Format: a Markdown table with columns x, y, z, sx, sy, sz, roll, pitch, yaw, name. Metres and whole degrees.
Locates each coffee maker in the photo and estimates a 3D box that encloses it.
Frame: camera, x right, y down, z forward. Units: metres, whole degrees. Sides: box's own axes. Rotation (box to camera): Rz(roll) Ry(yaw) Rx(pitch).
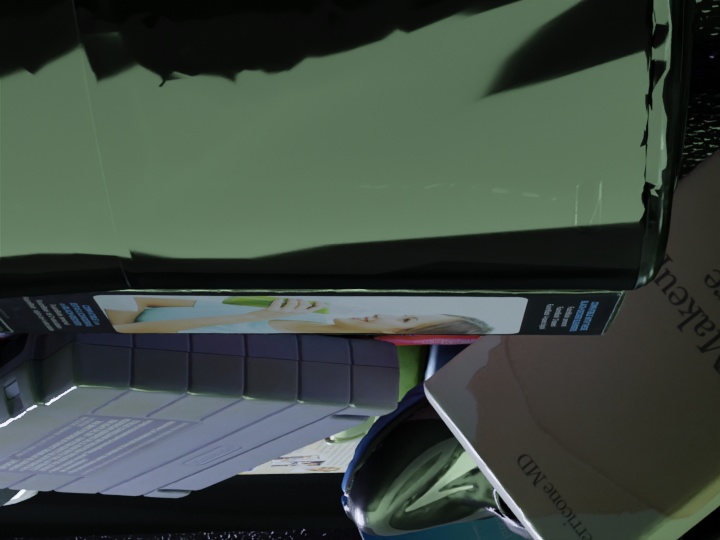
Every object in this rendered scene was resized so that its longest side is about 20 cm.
| x | y | z | sx | sy | sz | roll | pitch | yaw | name |
| --- | --- | --- | --- | --- | --- | --- | --- | --- | --- |
| -0.040 | -0.045 | 0.348 | 0.199 | 0.193 | 0.135 | -2 | 152 | 3 | coffee maker |

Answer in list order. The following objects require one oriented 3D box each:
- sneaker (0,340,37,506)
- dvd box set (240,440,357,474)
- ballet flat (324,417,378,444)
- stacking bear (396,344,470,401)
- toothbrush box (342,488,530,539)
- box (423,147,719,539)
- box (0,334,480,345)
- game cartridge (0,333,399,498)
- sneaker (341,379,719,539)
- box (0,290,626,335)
| x | y | z | sx | sy | sz | roll | pitch | yaw | name |
| --- | --- | --- | --- | --- | --- | --- | --- | --- | --- |
| -0.170 | 0.037 | 0.796 | 0.084 | 0.075 | 0.200 | -11 | 143 | -32 | sneaker |
| -0.036 | 0.080 | 0.939 | 0.199 | 0.030 | 0.146 | 0 | 165 | -10 | dvd box set |
| -0.032 | 0.049 | 0.829 | 0.199 | 0.072 | 0.072 | 11 | 166 | -9 | ballet flat |
| 0.000 | 0.000 | 0.769 | 0.199 | 0.114 | 0.121 | 5 | 170 | -1 | stacking bear |
| 0.117 | 0.103 | 0.877 | 0.199 | 0.086 | 0.146 | -30 | 158 | 21 | toothbrush box |
| 0.129 | 0.019 | 0.645 | 0.200 | 0.095 | 0.078 | -39 | 164 | 0 | box |
| -0.040 | -0.024 | 0.665 | 0.199 | 0.096 | 0.100 | -2 | 168 | 8 | box |
| -0.088 | 0.055 | 0.706 | 0.129 | 0.039 | 0.200 | 11 | 159 | -27 | game cartridge |
| 0.090 | 0.080 | 0.705 | 0.198 | 0.083 | 0.071 | -3 | 141 | 5 | sneaker |
| -0.023 | -0.042 | 0.543 | 0.199 | 0.117 | 0.060 | 1 | 166 | 1 | box |
